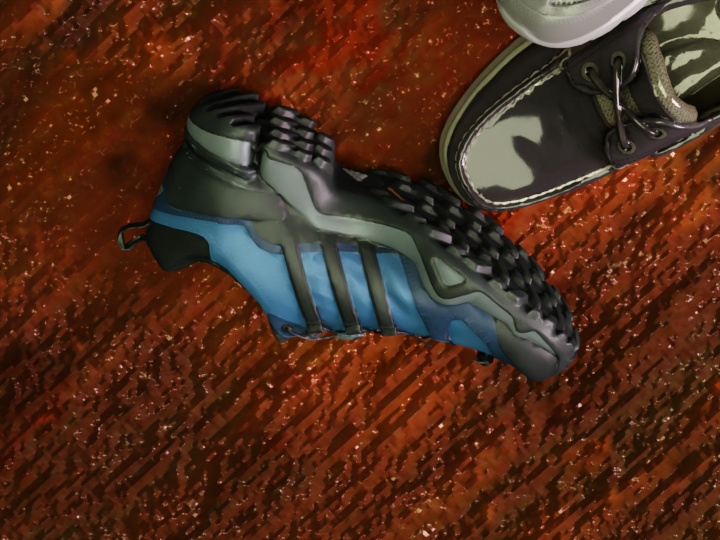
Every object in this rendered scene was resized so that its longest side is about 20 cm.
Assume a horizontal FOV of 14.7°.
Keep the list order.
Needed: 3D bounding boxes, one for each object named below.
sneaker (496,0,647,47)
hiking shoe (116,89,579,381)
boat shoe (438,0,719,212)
[{"bbox_3d":[0.121,-0.182,1.156,0.075,0.082,0.200,39,95,16],"label":"sneaker"},{"bbox_3d":[0.000,0.000,1.226,0.200,0.074,0.087,31,111,-2],"label":"hiking shoe"},{"bbox_3d":[0.125,-0.085,1.204,0.200,0.065,0.072,-27,106,4],"label":"boat shoe"}]
